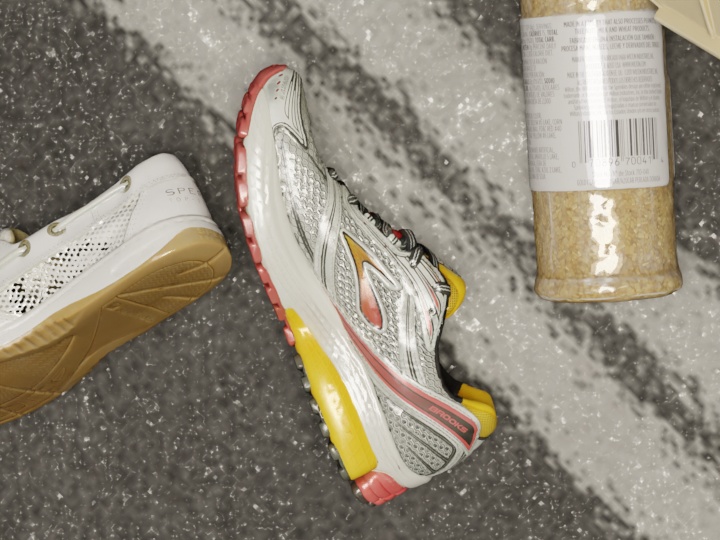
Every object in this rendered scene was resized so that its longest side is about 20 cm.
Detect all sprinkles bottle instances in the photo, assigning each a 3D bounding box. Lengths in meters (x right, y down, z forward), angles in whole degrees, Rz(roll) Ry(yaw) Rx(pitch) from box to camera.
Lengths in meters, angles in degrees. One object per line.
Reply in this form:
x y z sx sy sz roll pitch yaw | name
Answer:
0.104 -0.088 1.034 0.068 0.068 0.201 -3 94 7 | sprinkles bottle

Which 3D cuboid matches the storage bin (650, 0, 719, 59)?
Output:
0.226 -0.161 0.924 0.200 0.199 0.094 -36 133 -13 | storage bin

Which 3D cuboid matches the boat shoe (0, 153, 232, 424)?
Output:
-0.152 0.013 1.080 0.200 0.071 0.069 -29 64 16 | boat shoe

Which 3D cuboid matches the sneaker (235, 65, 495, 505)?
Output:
0.000 0.000 1.049 0.082 0.078 0.200 -22 101 4 | sneaker
